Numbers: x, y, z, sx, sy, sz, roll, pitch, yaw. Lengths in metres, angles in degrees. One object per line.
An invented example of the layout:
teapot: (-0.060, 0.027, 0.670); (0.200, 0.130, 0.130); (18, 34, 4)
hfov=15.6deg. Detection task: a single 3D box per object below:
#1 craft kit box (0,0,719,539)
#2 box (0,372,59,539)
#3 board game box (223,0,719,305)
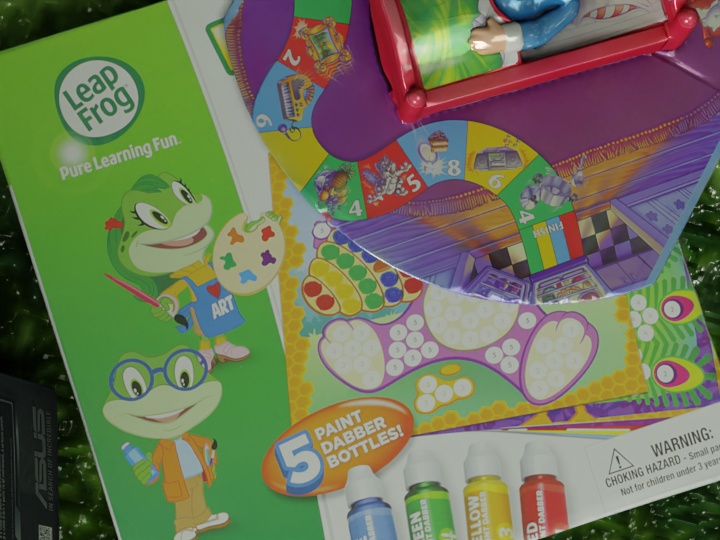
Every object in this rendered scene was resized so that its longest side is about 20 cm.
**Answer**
craft kit box: (0.000, 0.000, 0.828); (0.199, 0.049, 0.199); (-18, 83, -6)
box: (-0.150, 0.122, 0.787); (0.051, 0.158, 0.202); (-10, 75, 24)
board game box: (0.054, -0.093, 0.800); (0.157, 0.039, 0.201); (29, 82, -1)
